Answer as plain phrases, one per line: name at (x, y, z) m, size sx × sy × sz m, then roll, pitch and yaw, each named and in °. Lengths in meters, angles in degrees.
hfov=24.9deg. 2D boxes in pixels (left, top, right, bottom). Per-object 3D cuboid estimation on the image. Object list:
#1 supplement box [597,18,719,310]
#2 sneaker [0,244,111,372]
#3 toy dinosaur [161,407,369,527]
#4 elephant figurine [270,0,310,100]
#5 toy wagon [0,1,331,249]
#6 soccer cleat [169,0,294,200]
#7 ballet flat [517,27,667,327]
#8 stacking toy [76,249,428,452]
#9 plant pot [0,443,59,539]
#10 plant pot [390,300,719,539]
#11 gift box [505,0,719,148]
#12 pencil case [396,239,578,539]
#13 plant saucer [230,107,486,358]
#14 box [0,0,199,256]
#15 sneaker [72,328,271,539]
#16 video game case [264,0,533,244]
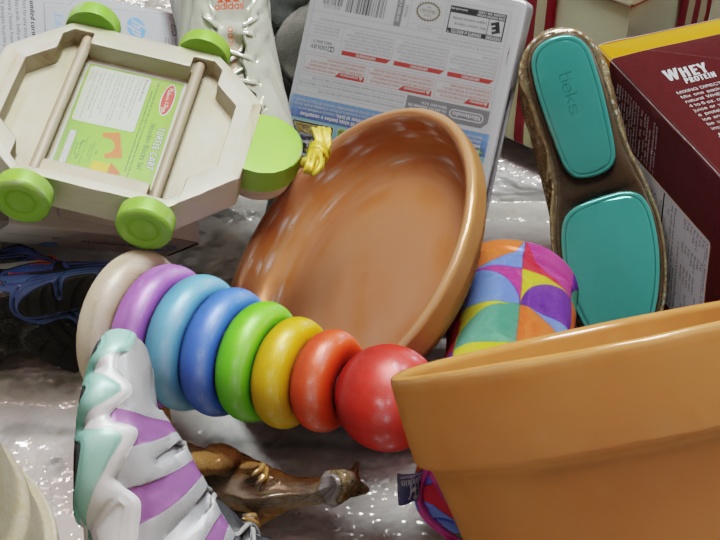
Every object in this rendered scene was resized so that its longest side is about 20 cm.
supplement box at (0.270, -0.055, 1.000) m, size 0.196 × 0.133 × 0.200 m, roll -14°, pitch 39°, yaw -14°
sneaker at (-0.191, 0.015, 0.987) m, size 0.199 × 0.076 × 0.079 m, roll -1°, pitch 34°, yaw 0°
toy dinosaur at (-0.081, 0.111, 0.882) m, size 0.199 × 0.061 × 0.106 m, roll 16°, pitch 28°, yaw 42°
elephant figurine at (-0.021, -0.164, 1.103) m, size 0.154 × 0.201 × 0.142 m, roll -11°, pitch 37°, yaw -14°
toy wagon at (-0.116, -0.077, 0.929) m, size 0.199 × 0.040 × 0.156 m, roll 13°, pitch 49°, yaw -1°
soccer cleat at (-0.082, -0.141, 1.014) m, size 0.069 × 0.078 × 0.201 m, roll -6°, pitch 66°, yaw -25°
ballet flat at (0.142, -0.048, 0.992) m, size 0.070 × 0.201 × 0.065 m, roll -10°, pitch 0°, yaw 4°
stacking toy at (-0.048, 0.050, 0.856) m, size 0.199 × 0.086 × 0.085 m, roll 14°, pitch 40°, yaw 26°
plant pot at (-0.262, 0.087, 0.801) m, size 0.199 × 0.184 × 0.201 m, roll -2°, pitch 37°, yaw 1°
plant pot at (0.123, 0.094, 0.715) m, size 0.199 × 0.141 × 0.200 m, roll -11°, pitch 0°, yaw 0°
gift box at (0.149, -0.198, 1.136) m, size 0.199 × 0.188 × 0.184 m, roll 26°, pitch 38°, yaw 29°
pencil case at (0.075, 0.067, 0.892) m, size 0.088 × 0.089 × 0.200 m, roll 5°, pitch 37°, yaw 9°
plant saucer at (0.000, 0.000, 0.943) m, size 0.200 × 0.037 × 0.201 m, roll -30°, pitch 42°, yaw 32°
box at (-0.194, -0.095, 0.996) m, size 0.199 × 0.157 × 0.041 m, roll 4°, pitch -15°, yaw -41°
sneaker at (-0.068, 0.127, 0.785) m, size 0.139 × 0.078 × 0.201 m, roll 0°, pitch 79°, yaw -11°
video game case at (0.018, -0.080, 1.014) m, size 0.142 × 0.201 × 0.018 m, roll 14°, pitch 5°, yaw 21°
